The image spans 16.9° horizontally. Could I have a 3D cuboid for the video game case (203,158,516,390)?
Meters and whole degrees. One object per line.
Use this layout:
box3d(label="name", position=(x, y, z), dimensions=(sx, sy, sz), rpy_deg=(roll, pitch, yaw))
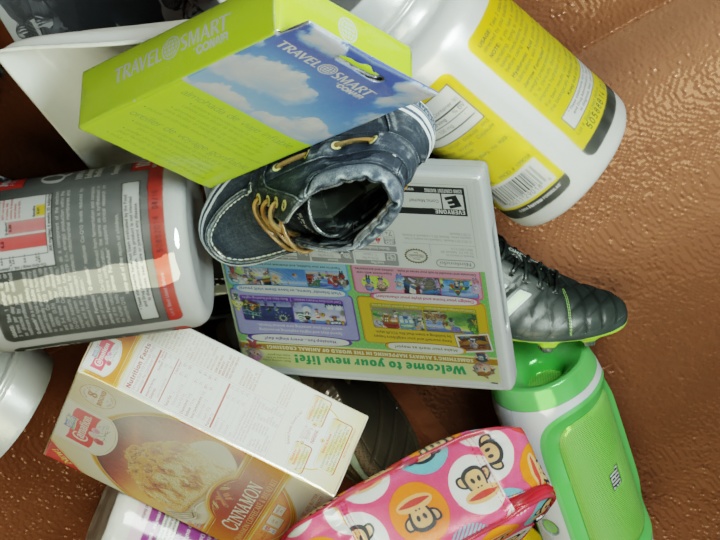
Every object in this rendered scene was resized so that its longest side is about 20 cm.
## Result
box3d(label="video game case", position=(0.000, 0.000, 1.642), dimensions=(0.198, 0.022, 0.183), rpy_deg=(3, 128, 18))

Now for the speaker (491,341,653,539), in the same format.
box3d(label="speaker", position=(0.157, 0.144, 1.785), dimensions=(0.088, 0.089, 0.201), rpy_deg=(-13, 122, 13))

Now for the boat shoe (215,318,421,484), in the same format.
box3d(label="boat shoe", position=(-0.031, 0.099, 1.792), dimensions=(0.076, 0.072, 0.200), rpy_deg=(-22, 114, 36))

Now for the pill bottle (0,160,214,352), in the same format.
box3d(label="pill bottle", position=(-0.205, -0.007, 1.636), dimensions=(0.198, 0.116, 0.117), rpy_deg=(-8, 124, 5))

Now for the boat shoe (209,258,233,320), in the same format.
box3d(label="boat shoe", position=(-0.149, 0.004, 1.732), dimensions=(0.200, 0.063, 0.074), rpy_deg=(-8, 126, 12))

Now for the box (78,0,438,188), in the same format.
box3d(label="box", position=(-0.063, -0.115, 1.480), dimensions=(0.199, 0.048, 0.122), rpy_deg=(-20, 149, 38))

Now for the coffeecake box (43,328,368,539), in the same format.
box3d(label="coffeecake box", position=(-0.114, 0.118, 1.739), dimensions=(0.199, 0.073, 0.154), rpy_deg=(26, 149, -3))

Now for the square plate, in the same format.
box3d(label="square plate", position=(-0.111, -0.115, 1.581), dimensions=(0.196, 0.029, 0.200), rpy_deg=(-4, 157, 14))

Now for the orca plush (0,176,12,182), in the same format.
box3d(label="orca plush", position=(-0.335, -0.059, 1.675), dimensions=(0.199, 0.105, 0.072), rpy_deg=(21, 87, -41))

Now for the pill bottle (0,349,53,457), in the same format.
box3d(label="pill bottle", position=(-0.328, 0.049, 1.744), dimensions=(0.199, 0.115, 0.114), rpy_deg=(35, 120, -19))

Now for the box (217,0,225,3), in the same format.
box3d(label="box", position=(-0.026, -0.259, 1.515), dimensions=(0.199, 0.102, 0.113), rpy_deg=(-32, 118, 23))

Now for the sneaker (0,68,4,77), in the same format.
box3d(label="sneaker", position=(-0.273, -0.156, 1.617), dimensions=(0.114, 0.077, 0.200), rpy_deg=(24, 132, -17))

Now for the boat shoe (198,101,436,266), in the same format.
box3d(label="boat shoe", position=(-0.042, -0.041, 1.548), dimensions=(0.200, 0.091, 0.071), rpy_deg=(-31, 111, 36))

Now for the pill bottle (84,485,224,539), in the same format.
box3d(label="pill bottle", position=(-0.107, 0.225, 1.848), dimensions=(0.199, 0.113, 0.113), rpy_deg=(23, 123, -10))

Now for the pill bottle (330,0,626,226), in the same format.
box3d(label="pill bottle", position=(0.071, -0.129, 1.591), dimensions=(0.200, 0.112, 0.111), rpy_deg=(39, 119, -21))

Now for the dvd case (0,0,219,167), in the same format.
box3d(label="dvd case", position=(-0.148, -0.146, 1.650), dimensions=(0.149, 0.025, 0.201), rpy_deg=(-19, 122, 17))

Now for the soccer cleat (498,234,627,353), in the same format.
box3d(label="soccer cleat", position=(0.094, 0.006, 1.714), dimensions=(0.198, 0.068, 0.082), rpy_deg=(8, 112, 0))

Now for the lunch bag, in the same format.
box3d(label="lunch bag", position=(0.030, 0.192, 1.728), dimensions=(0.199, 0.082, 0.176), rpy_deg=(-23, 165, -20))

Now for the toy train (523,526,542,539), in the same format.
box3d(label="toy train", position=(0.077, 0.243, 1.859), dimensions=(0.149, 0.056, 0.201), rpy_deg=(-25, 97, -1))
